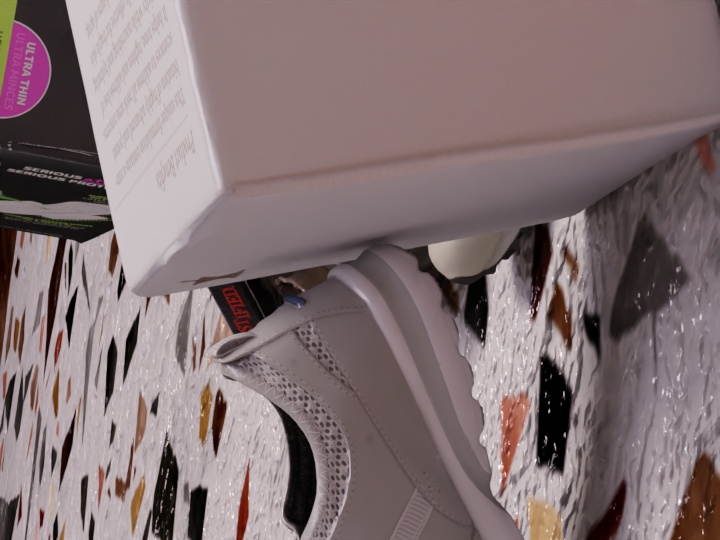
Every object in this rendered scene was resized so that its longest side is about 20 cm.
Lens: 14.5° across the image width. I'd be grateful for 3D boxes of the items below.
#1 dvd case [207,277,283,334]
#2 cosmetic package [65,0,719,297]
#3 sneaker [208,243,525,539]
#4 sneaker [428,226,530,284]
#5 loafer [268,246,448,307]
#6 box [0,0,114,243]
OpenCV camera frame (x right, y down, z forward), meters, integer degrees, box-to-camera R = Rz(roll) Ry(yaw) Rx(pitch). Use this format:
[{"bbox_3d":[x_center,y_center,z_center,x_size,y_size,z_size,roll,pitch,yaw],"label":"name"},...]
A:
[{"bbox_3d":[-0.066,-0.048,1.381,0.200,0.022,0.146,63,-160,-52],"label":"dvd case"},{"bbox_3d":[-0.003,-0.113,0.900,0.167,0.166,0.200,145,114,-73],"label":"cosmetic package"},{"bbox_3d":[0.010,0.096,0.927,0.075,0.082,0.200,171,79,-77],"label":"sneaker"},{"bbox_3d":[0.025,-0.097,1.044,0.070,0.093,0.200,-166,84,-78],"label":"sneaker"},{"bbox_3d":[0.000,0.000,1.188,0.200,0.073,0.071,-131,39,-80],"label":"loafer"},{"bbox_3d":[-0.144,-0.103,1.238,0.200,0.124,0.149,164,114,-68],"label":"box"}]
